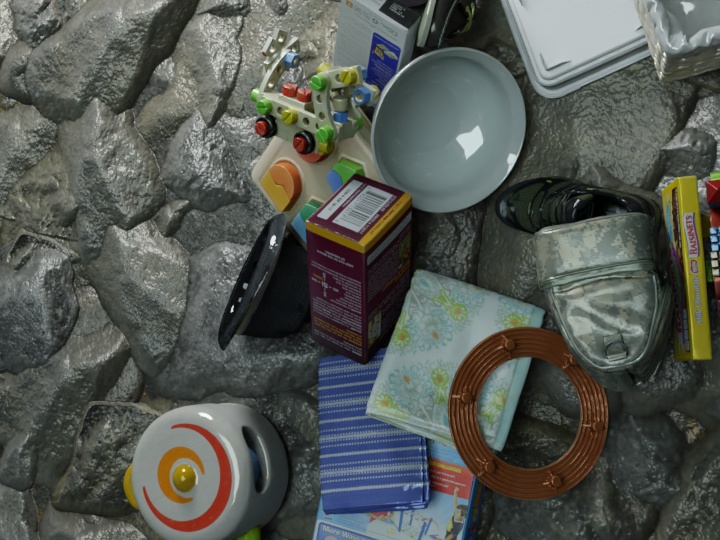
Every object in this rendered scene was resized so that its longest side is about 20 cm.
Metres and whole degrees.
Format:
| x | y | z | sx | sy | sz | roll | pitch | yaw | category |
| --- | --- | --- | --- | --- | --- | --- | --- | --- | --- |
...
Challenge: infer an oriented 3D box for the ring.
| x | y | z | sx | sy | sz | roll | pitch | yaw | category |
| --- | --- | --- | --- | --- | --- | --- | --- | --- | --- |
| 0.198 | 0.165 | 1.368 | 0.199 | 0.019 | 0.202 | 2 | 82 | -13 | ring |

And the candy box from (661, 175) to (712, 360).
| x | y | z | sx | sy | sz | roll | pitch | yaw | category |
| --- | --- | --- | --- | --- | --- | --- | --- | --- | --- |
| 0.365 | 0.001 | 1.320 | 0.026 | 0.102 | 0.201 | -4 | 85 | 6 | candy box |

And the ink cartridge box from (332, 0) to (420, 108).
| x | y | z | sx | sy | sz | roll | pitch | yaw | category |
| --- | --- | --- | --- | --- | --- | --- | --- | --- | --- |
| 0.016 | -0.273 | 1.455 | 0.095 | 0.200 | 0.037 | 34 | 67 | 9 | ink cartridge box |

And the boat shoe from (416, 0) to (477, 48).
| x | y | z | sx | sy | sz | roll | pitch | yaw | category |
| --- | --- | --- | --- | --- | --- | --- | --- | --- | --- |
| 0.113 | -0.321 | 1.411 | 0.060 | 0.202 | 0.072 | 22 | 130 | -1 | boat shoe |

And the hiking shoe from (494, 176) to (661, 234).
| x | y | z | sx | sy | sz | roll | pitch | yaw | category |
| --- | --- | --- | --- | --- | --- | --- | --- | --- | --- |
| 0.247 | -0.076 | 1.378 | 0.199 | 0.101 | 0.076 | 5 | 88 | 24 | hiking shoe |

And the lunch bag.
| x | y | z | sx | sy | sz | roll | pitch | yaw | category |
| --- | --- | --- | --- | --- | --- | --- | --- | --- | --- |
| 0.278 | 0.042 | 1.303 | 0.139 | 0.200 | 0.169 | -9 | 76 | 14 | lunch bag |

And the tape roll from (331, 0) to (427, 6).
| x | y | z | sx | sy | sz | roll | pitch | yaw | category |
| --- | --- | --- | --- | --- | --- | --- | --- | --- | --- |
| -0.008 | -0.382 | 1.457 | 0.199 | 0.200 | 0.067 | 9 | 92 | 24 | tape roll |

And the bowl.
| x | y | z | sx | sy | sz | roll | pitch | yaw | category |
| --- | --- | --- | --- | --- | --- | --- | --- | --- | --- |
| 0.094 | -0.179 | 1.435 | 0.202 | 0.200 | 0.090 | -62 | 26 | 9 | bowl |

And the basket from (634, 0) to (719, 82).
| x | y | z | sx | sy | sz | roll | pitch | yaw | category |
| --- | --- | --- | --- | --- | --- | --- | --- | --- | --- |
| 0.390 | -0.328 | 1.272 | 0.199 | 0.161 | 0.199 | -17 | 80 | 6 | basket |

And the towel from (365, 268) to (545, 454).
| x | y | z | sx | sy | sz | roll | pitch | yaw | category |
| --- | --- | --- | --- | --- | --- | --- | --- | --- | --- |
| 0.115 | 0.112 | 1.411 | 0.170 | 0.048 | 0.201 | 19 | 74 | 8 | towel |

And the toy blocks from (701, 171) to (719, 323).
| x | y | z | sx | sy | sz | roll | pitch | yaw | category |
| --- | --- | --- | --- | --- | --- | --- | --- | --- | --- |
| 0.410 | -0.018 | 1.278 | 0.099 | 0.137 | 0.201 | -5 | 85 | 20 | toy blocks |

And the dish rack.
| x | y | z | sx | sy | sz | roll | pitch | yaw | category |
| --- | --- | --- | --- | --- | --- | --- | --- | --- | --- |
| 0.273 | -0.320 | 1.413 | 0.199 | 0.044 | 0.172 | -23 | 78 | 21 | dish rack |

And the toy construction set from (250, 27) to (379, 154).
| x | y | z | sx | sy | sz | roll | pitch | yaw | category |
| --- | --- | --- | --- | --- | --- | --- | --- | --- | --- |
| -0.069 | -0.217 | 1.433 | 0.200 | 0.092 | 0.132 | 36 | 129 | 41 | toy construction set |

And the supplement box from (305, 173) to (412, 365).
| x | y | z | sx | sy | sz | roll | pitch | yaw | category |
| --- | --- | --- | --- | --- | --- | --- | --- | --- | --- |
| 0.000 | 0.000 | 1.426 | 0.085 | 0.110 | 0.201 | 23 | 138 | 24 | supplement box |

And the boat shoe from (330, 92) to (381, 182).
| x | y | z | sx | sy | sz | roll | pitch | yaw | category |
| --- | --- | --- | --- | --- | --- | --- | --- | --- | --- |
| -0.003 | -0.168 | 1.527 | 0.201 | 0.063 | 0.073 | 52 | 131 | 25 | boat shoe |

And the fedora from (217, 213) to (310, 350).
| x | y | z | sx | sy | sz | roll | pitch | yaw | category |
| --- | --- | --- | --- | --- | --- | --- | --- | --- | --- |
| -0.111 | 0.029 | 1.522 | 0.091 | 0.201 | 0.201 | 23 | 98 | -10 | fedora |

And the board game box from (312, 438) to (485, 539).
| x | y | z | sx | sy | sz | roll | pitch | yaw | category |
| --- | --- | --- | --- | --- | --- | --- | --- | --- | --- |
| 0.051 | 0.284 | 1.471 | 0.199 | 0.056 | 0.197 | 12 | 92 | 24 | board game box |

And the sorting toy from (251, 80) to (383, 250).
| x | y | z | sx | sy | sz | roll | pitch | yaw | category |
| --- | --- | --- | --- | --- | --- | --- | --- | --- | --- |
| -0.056 | -0.115 | 1.517 | 0.200 | 0.036 | 0.185 | 55 | 132 | 19 | sorting toy |

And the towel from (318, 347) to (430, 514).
| x | y | z | sx | sy | sz | roll | pitch | yaw | category |
| --- | --- | --- | --- | --- | --- | --- | --- | --- | --- |
| 0.016 | 0.197 | 1.449 | 0.144 | 0.024 | 0.201 | -9 | 70 | 21 | towel |

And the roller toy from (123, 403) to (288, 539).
| x | y | z | sx | sy | sz | roll | pitch | yaw | category |
| --- | --- | --- | --- | --- | --- | --- | --- | --- | --- |
| -0.202 | 0.265 | 1.540 | 0.200 | 0.140 | 0.183 | 30 | 99 | 23 | roller toy |
